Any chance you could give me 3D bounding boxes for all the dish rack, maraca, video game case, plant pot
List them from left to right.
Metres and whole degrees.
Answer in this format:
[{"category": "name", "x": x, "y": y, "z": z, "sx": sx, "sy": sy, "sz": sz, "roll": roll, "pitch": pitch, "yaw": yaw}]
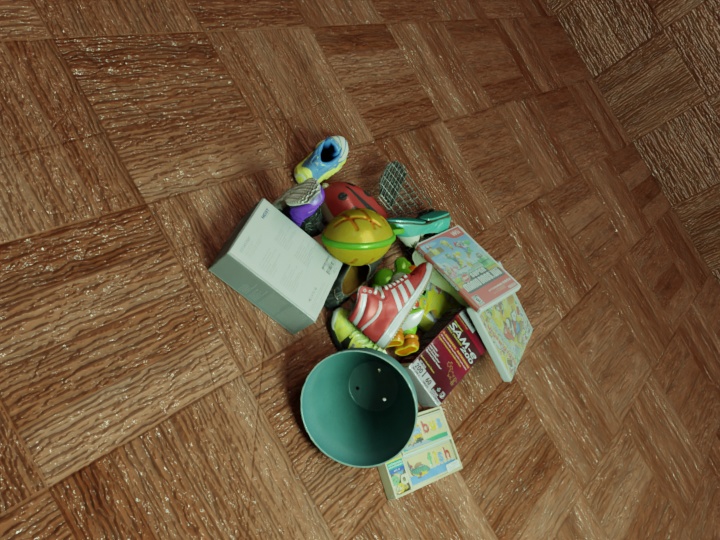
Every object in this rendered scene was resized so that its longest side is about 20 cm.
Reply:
[{"category": "maraca", "x": 0.006, "y": -0.070, "z": 1.179, "sx": 0.200, "sy": 0.137, "sz": 0.107, "roll": -29, "pitch": 128, "yaw": -59}, {"category": "plant pot", "x": 0.009, "y": 0.222, "z": 1.071, "sx": 0.200, "sy": 0.200, "sz": 0.135, "roll": 58, "pitch": 15, "yaw": 1}, {"category": "dish rack", "x": 0.102, "y": -0.148, "z": 1.416, "sx": 0.200, "sy": 0.054, "sz": 0.154, "roll": 49, "pitch": 42, "yaw": -25}, {"category": "video game case", "x": 0.230, "y": -0.007, "z": 1.304, "sx": 0.143, "sy": 0.017, "sz": 0.200, "roll": -24, "pitch": 61, "yaw": -37}, {"category": "video game case", "x": 0.311, "y": 0.109, "z": 1.340, "sx": 0.200, "sy": 0.023, "sz": 0.182, "roll": 60, "pitch": 42, "yaw": -20}]

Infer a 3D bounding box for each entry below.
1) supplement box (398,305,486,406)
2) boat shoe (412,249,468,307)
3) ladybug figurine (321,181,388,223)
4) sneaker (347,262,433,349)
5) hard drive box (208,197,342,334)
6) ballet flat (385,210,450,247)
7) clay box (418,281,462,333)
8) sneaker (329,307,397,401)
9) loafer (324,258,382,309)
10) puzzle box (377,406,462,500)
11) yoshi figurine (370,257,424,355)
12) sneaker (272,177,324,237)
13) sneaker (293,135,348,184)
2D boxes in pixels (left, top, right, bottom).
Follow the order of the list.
[{"category": "supplement box", "x": 0.174, "y": 0.178, "z": 1.274, "sx": 0.200, "sy": 0.061, "sz": 0.109, "roll": -42, "pitch": 102, "yaw": -30}, {"category": "boat shoe", "x": 0.204, "y": 0.009, "z": 1.351, "sx": 0.201, "sy": 0.072, "sz": 0.060, "roll": 38, "pitch": 57, "yaw": -4}, {"category": "ladybug figurine", "x": -0.005, "y": -0.120, "z": 1.316, "sx": 0.200, "sy": 0.072, "sz": 0.136, "roll": 40, "pitch": 46, "yaw": -17}, {"category": "sneaker", "x": 0.054, "y": 0.040, "z": 1.172, "sx": 0.112, "sy": 0.071, "sz": 0.200, "roll": 34, "pitch": 65, "yaw": 2}, {"category": "hard drive box", "x": -0.150, "y": -0.008, "z": 1.119, "sx": 0.200, "sy": 0.077, "sz": 0.156, "roll": 41, "pitch": 45, "yaw": -18}, {"category": "ballet flat", "x": 0.128, "y": -0.087, "z": 1.335, "sx": 0.200, "sy": 0.067, "sz": 0.071, "roll": -12, "pitch": 110, "yaw": -42}, {"category": "clay box", "x": 0.190, "y": 0.108, "z": 1.378, "sx": 0.200, "sy": 0.048, "sz": 0.115, "roll": 40, "pitch": 44, "yaw": -16}, {"category": "sneaker", "x": 0.014, "y": 0.154, "z": 1.174, "sx": 0.075, "sy": 0.076, "sz": 0.200, "roll": -30, "pitch": 87, "yaw": -45}, {"category": "loafer", "x": 0.000, "y": 0.000, "z": 1.224, "sx": 0.073, "sy": 0.072, "sz": 0.200, "roll": 49, "pitch": 57, "yaw": -17}, {"category": "puzzle box", "x": 0.109, "y": 0.349, "z": 1.185, "sx": 0.200, "sy": 0.025, "sz": 0.133, "roll": -5, "pitch": 70, "yaw": -43}, {"category": "yoshi figurine", "x": 0.066, "y": 0.071, "z": 1.264, "sx": 0.112, "sy": 0.113, "sz": 0.201, "roll": 6, "pitch": 61, "yaw": -5}, {"category": "sneaker", "x": -0.098, "y": -0.111, "z": 1.149, "sx": 0.070, "sy": 0.200, "sz": 0.100, "roll": -46, "pitch": 108, "yaw": -17}, {"category": "sneaker", "x": -0.060, "y": -0.252, "z": 1.317, "sx": 0.076, "sy": 0.105, "sz": 0.200, "roll": 46, "pitch": 45, "yaw": -12}]
